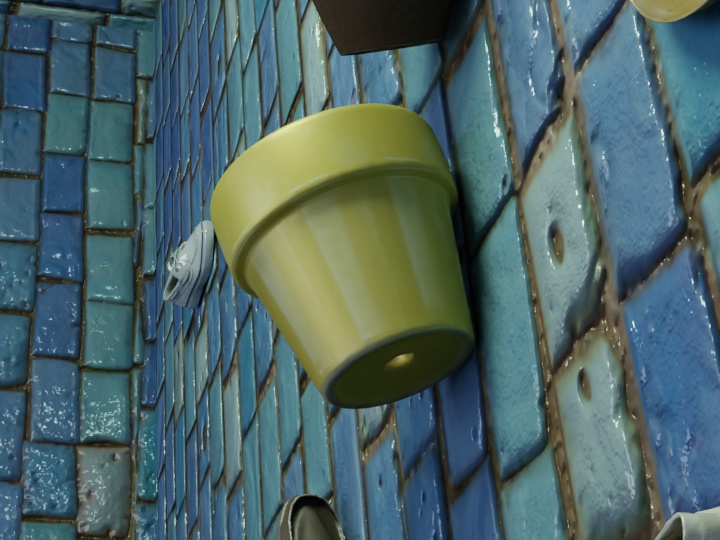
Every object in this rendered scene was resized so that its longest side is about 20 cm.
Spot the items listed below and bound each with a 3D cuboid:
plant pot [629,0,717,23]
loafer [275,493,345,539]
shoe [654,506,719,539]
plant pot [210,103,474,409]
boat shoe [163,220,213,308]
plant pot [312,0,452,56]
[{"bbox_3d":[0.193,-0.237,0.774,0.200,0.027,0.201,-176,90,-75],"label":"plant pot"},{"bbox_3d":[-0.031,0.298,1.376,0.071,0.073,0.201,-58,34,38],"label":"loafer"},{"bbox_3d":[0.155,0.177,0.745,0.200,0.053,0.070,114,155,-50],"label":"shoe"},{"bbox_3d":[0.000,0.000,1.133,0.201,0.200,0.190,117,137,-54],"label":"plant pot"},{"bbox_3d":[-0.294,-0.005,2.381,0.074,0.066,0.201,-102,22,-44],"label":"boat shoe"},{"bbox_3d":[0.014,-0.290,1.201,0.187,0.186,0.201,-164,65,-74],"label":"plant pot"}]
